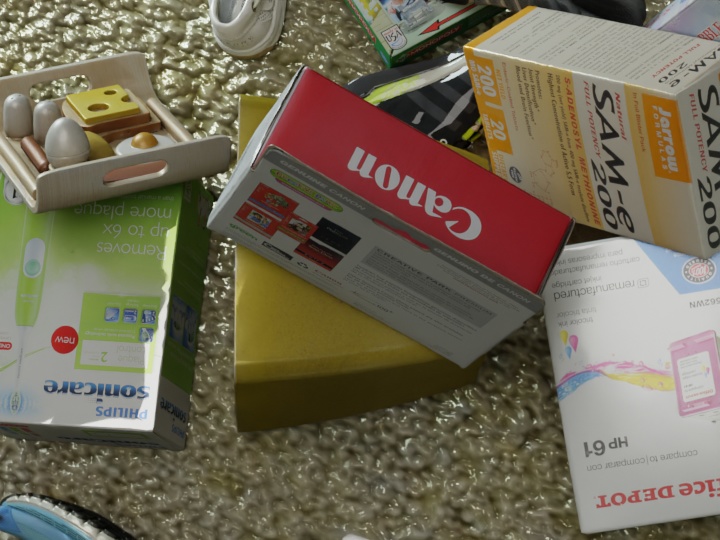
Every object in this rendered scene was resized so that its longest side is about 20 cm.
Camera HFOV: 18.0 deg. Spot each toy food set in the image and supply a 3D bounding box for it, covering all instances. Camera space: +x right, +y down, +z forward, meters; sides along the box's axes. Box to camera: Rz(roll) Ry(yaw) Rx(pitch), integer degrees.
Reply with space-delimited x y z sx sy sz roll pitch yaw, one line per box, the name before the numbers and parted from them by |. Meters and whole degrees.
toy food set | -0.195 -0.110 1.663 0.143 0.061 0.200 -14 29 -19

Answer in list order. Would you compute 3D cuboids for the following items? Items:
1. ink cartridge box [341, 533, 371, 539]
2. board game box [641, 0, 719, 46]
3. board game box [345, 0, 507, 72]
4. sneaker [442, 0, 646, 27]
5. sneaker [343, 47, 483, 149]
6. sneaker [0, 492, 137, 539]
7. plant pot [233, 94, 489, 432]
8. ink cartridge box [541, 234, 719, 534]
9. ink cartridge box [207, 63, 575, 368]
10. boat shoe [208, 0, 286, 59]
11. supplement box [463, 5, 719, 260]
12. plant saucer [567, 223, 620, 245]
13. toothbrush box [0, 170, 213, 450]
ink cartridge box | 0.069 0.268 1.578 0.200 0.068 0.115 17 80 15
board game box | 0.285 -0.112 1.508 0.199 0.200 0.041 42 70 -5
board game box | 0.074 -0.252 1.710 0.200 0.029 0.135 -30 73 -10
sneaker | 0.137 -0.236 1.628 0.200 0.075 0.116 22 59 33
sneaker | 0.076 -0.115 1.678 0.200 0.072 0.083 -16 74 17
sneaker | -0.191 0.232 1.638 0.200 0.078 0.090 33 88 18
plant pot | 0.000 0.000 1.605 0.176 0.200 0.201 0 76 -3
ink cartridge box | 0.209 0.073 1.567 0.144 0.085 0.201 -10 90 10
ink cartridge box | 0.023 -0.036 1.434 0.200 0.176 0.084 29 70 -7
boat shoe | -0.084 -0.267 1.746 0.071 0.069 0.201 -1 75 13
supplement box | 0.171 -0.096 1.533 0.073 0.126 0.200 -33 32 -30
plant saucer | 0.221 -0.064 1.648 0.200 0.035 0.201 -3 75 10
toothbrush box | -0.198 0.025 1.687 0.145 0.086 0.201 4 78 13
